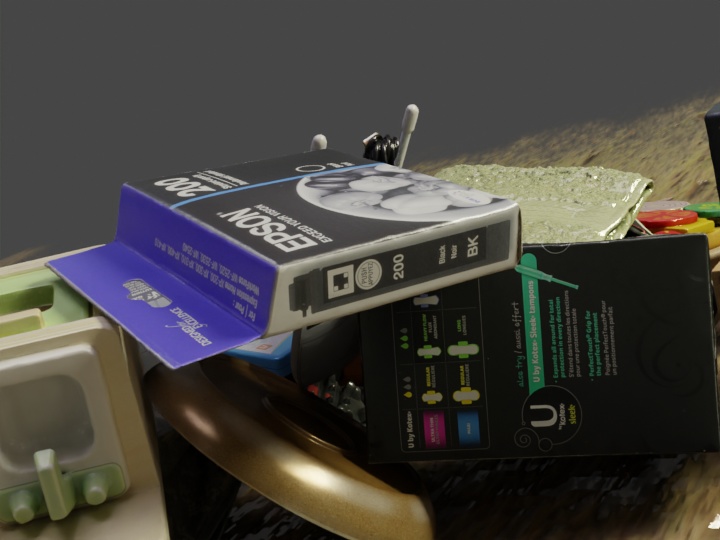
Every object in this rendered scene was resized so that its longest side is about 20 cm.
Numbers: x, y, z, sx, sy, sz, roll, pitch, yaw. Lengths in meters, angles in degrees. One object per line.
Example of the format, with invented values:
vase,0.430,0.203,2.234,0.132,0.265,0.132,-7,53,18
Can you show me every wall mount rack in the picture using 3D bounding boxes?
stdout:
wall mount rack,-0.034,-0.049,0.868,0.173,0.075,0.200,-28,0,41

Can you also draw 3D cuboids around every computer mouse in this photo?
computer mouse,0.000,0.000,0.777,0.044,0.110,0.201,12,50,10

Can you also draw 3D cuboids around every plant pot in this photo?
plant pot,-0.035,0.100,0.666,0.028,0.199,0.200,-60,16,5

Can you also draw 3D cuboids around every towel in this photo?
towel,0.117,-0.039,0.883,0.199,0.037,0.148,5,37,35

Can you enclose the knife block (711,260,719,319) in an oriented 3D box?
knife block,0.343,-0.016,0.894,0.199,0.064,0.176,-18,14,-6

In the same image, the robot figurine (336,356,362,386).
robot figurine,-0.085,0.068,0.949,0.199,0.059,0.145,-2,-20,22

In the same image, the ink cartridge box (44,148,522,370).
ink cartridge box,-0.051,-0.019,0.608,0.199,0.044,0.198,-16,22,-29

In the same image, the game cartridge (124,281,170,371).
game cartridge,-0.202,0.044,0.799,0.199,0.041,0.133,-20,24,-14

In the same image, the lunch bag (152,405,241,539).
lunch bag,-0.180,0.148,0.734,0.163,0.118,0.200,-2,24,34

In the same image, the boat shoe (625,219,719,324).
boat shoe,0.193,-0.014,0.891,0.063,0.074,0.201,17,16,-46

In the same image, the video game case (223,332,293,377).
video game case,-0.098,0.034,0.858,0.199,0.018,0.143,7,22,33

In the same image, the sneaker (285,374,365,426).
sneaker,-0.091,0.114,0.860,0.199,0.099,0.071,10,19,5

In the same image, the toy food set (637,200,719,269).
toy food set,0.242,-0.029,1.021,0.197,0.049,0.199,-16,13,-42

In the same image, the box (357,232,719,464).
box,0.107,0.043,0.688,0.199,0.125,0.149,-4,0,11

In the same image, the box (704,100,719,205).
box,0.313,-0.023,0.679,0.148,0.201,0.107,-4,18,40

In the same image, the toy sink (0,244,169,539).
toy sink,-0.183,0.074,0.605,0.130,0.113,0.200,-13,23,-8
